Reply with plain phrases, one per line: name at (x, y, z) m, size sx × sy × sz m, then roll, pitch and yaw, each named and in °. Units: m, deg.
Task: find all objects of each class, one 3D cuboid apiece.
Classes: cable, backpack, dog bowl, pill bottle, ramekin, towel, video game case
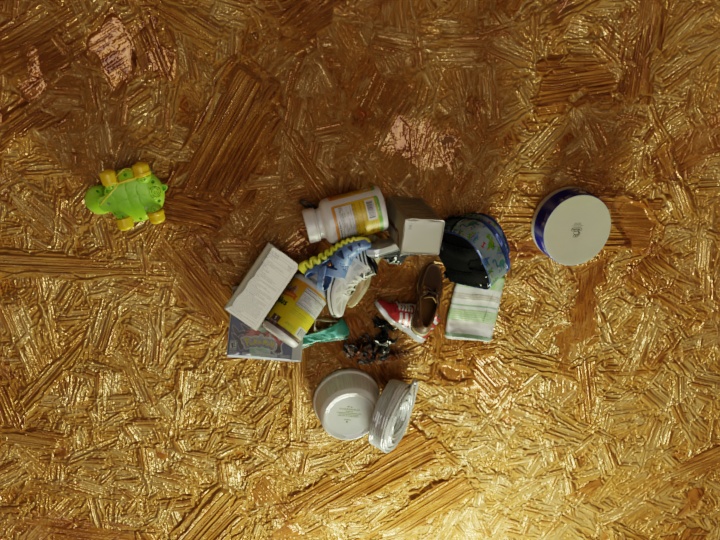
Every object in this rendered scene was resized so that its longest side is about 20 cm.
cable at (0.088, 0.410, 1.724) m, size 0.068 × 0.199 × 0.203 m, roll 18°, pitch 110°, yaw 23°
backpack at (0.295, -0.056, 1.563) m, size 0.146 × 0.199 × 0.185 m, roll -35°, pitch 113°, yaw -16°
dog bowl at (0.570, -0.120, 1.650) m, size 0.196 × 0.079 × 0.204 m, roll -3°, pitch 112°, yaw -8°
pill bottle at (-0.039, -0.131, 1.493) m, size 0.197 × 0.111 × 0.113 m, roll -15°, pitch 114°, yaw -5°
ramekin at (-0.035, 0.393, 1.746) m, size 0.198 × 0.094 × 0.206 m, roll -3°, pitch 113°, yaw -8°
pill bottle at (-0.155, 0.087, 1.562) m, size 0.109 × 0.109 × 0.201 m, roll 39°, pitch 77°, yaw -22°
towel at (0.325, 0.106, 1.726) m, size 0.146 × 0.031 × 0.203 m, roll 5°, pitch 111°, yaw -12°
video game case at (-0.246, 0.142, 1.603) m, size 0.196 × 0.023 × 0.186 m, roll 6°, pitch 83°, yaw -12°

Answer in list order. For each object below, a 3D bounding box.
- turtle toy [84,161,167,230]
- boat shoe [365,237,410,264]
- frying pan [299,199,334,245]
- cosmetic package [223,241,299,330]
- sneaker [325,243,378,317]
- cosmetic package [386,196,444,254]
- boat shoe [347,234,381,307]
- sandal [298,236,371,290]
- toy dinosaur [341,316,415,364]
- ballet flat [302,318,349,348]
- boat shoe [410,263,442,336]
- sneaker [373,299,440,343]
turtle toy at (-0.548, -0.177, 1.422) m, size 0.196 × 0.101 × 0.148 m, roll -12°, pitch 114°, yaw -4°
boat shoe at (0.088, -0.047, 1.558) m, size 0.199 × 0.071 × 0.069 m, roll -19°, pitch 112°, yaw -48°
frying pan at (-0.073, -0.117, 1.566) m, size 0.186 × 0.031 × 0.117 m, roll 8°, pitch 110°, yaw -9°
cosmetic package at (-0.248, 0.038, 1.546) m, size 0.103 × 0.073 × 0.201 m, roll 36°, pitch 89°, yaw -8°
sneaker at (-0.020, 0.027, 1.539) m, size 0.114 × 0.075 × 0.204 m, roll 10°, pitch 97°, yaw 24°
cosmetic package at (0.129, -0.114, 1.509) m, size 0.101 × 0.200 × 0.089 m, roll 3°, pitch 111°, yaw -10°
boat shoe at (0.000, 0.000, 1.610) m, size 0.064 × 0.071 × 0.202 m, roll 24°, pitch 96°, yaw -13°
sandal at (-0.054, -0.017, 1.488) m, size 0.198 × 0.079 × 0.088 m, roll -30°, pitch 79°, yaw 22°
toy dinosaur at (0.051, 0.213, 1.706) m, size 0.197 × 0.103 × 0.137 m, roll -6°, pitch 130°, yaw -27°
ballet flat at (-0.130, 0.172, 1.665) m, size 0.196 × 0.067 × 0.072 m, roll -14°, pitch 90°, yaw -4°
boat shoe at (0.185, 0.073, 1.620) m, size 0.071 × 0.068 × 0.203 m, roll 16°, pitch 71°, yaw -7°
sneaker at (0.135, 0.109, 1.672) m, size 0.199 × 0.072 × 0.113 m, roll 35°, pitch 107°, yaw -28°
